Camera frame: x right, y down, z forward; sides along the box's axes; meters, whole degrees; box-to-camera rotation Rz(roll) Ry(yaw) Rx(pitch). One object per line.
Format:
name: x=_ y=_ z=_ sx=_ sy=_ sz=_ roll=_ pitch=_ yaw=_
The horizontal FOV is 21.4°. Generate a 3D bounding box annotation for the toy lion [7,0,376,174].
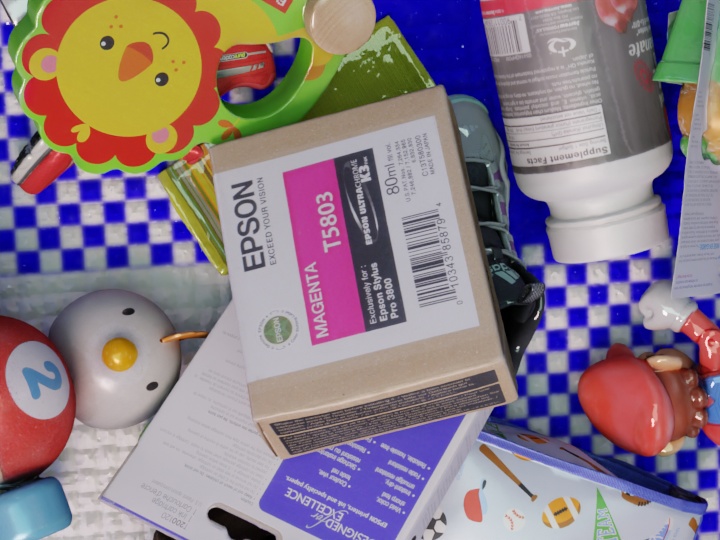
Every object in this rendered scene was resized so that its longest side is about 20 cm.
toy lion: x=-0.116 y=-0.141 z=1.218 sx=0.199 sy=0.069 sz=0.193 roll=25 pitch=104 yaw=-31

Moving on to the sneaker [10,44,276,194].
sneaker: x=-0.144 y=-0.101 z=1.282 sx=0.199 sy=0.077 sz=0.085 roll=-33 pitch=105 yaw=1

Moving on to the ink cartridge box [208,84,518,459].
ink cartridge box: x=0.000 y=0.000 z=1.210 sx=0.163 sy=0.075 sz=0.202 roll=-14 pitch=65 yaw=5

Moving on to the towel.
towel: x=-0.038 y=-0.086 z=1.320 sx=0.199 sy=0.018 sz=0.086 roll=-35 pitch=100 yaw=1

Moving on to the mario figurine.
mario figurine: x=0.250 y=0.071 z=1.343 sx=0.198 sy=0.106 sz=0.125 roll=-6 pitch=77 yaw=-4

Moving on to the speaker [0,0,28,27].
speaker: x=-0.143 y=-0.216 z=1.262 sx=0.199 sy=0.081 sz=0.082 roll=-28 pitch=100 yaw=-1

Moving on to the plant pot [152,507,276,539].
plant pot: x=-0.075 y=0.263 z=1.255 sx=0.198 sy=0.201 sz=0.200 roll=8 pitch=112 yaw=-6

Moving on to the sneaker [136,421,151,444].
sneaker: x=-0.057 y=0.121 z=1.315 sx=0.198 sy=0.084 sz=0.077 roll=-16 pitch=100 yaw=-2

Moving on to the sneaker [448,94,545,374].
sneaker: x=0.087 y=-0.013 z=1.274 sx=0.077 sy=0.140 sz=0.202 roll=-6 pitch=102 yaw=-19

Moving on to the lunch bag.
lunch bag: x=0.124 y=0.204 z=1.324 sx=0.198 sy=0.124 sz=0.172 roll=19 pitch=95 yaw=0

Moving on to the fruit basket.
fruit basket: x=0.247 y=-0.086 z=1.276 sx=0.093 sy=0.185 sz=0.202 roll=15 pitch=100 yaw=30

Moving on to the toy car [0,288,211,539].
toy car: x=-0.187 y=0.066 z=1.264 sx=0.198 sy=0.177 sz=0.186 roll=-20 pitch=88 yaw=-14

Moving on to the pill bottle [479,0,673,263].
pill bottle: x=0.150 y=-0.112 z=1.285 sx=0.110 sy=0.111 sz=0.202 roll=-13 pitch=99 yaw=-3

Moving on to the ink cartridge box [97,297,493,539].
ink cartridge box: x=-0.037 y=0.113 z=1.234 sx=0.197 sy=0.044 sz=0.201 roll=23 pitch=64 yaw=23
